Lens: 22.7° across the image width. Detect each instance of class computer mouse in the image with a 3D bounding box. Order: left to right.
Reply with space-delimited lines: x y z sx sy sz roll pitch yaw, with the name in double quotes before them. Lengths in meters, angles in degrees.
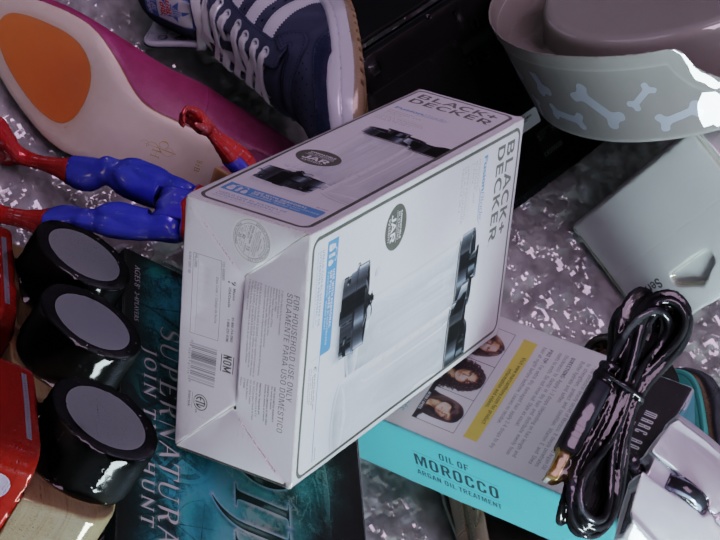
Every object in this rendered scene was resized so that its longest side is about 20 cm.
"computer mouse" 0.149 0.105 0.811 0.200 0.044 0.110 50 59 -43

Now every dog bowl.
"dog bowl" 0.171 -0.136 0.957 0.200 0.199 0.059 -36 124 -28

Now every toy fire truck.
"toy fire truck" -0.184 0.020 0.692 0.199 0.129 0.177 23 25 -26

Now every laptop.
"laptop" 0.037 -0.134 1.039 0.177 0.103 0.201 -35 111 -28

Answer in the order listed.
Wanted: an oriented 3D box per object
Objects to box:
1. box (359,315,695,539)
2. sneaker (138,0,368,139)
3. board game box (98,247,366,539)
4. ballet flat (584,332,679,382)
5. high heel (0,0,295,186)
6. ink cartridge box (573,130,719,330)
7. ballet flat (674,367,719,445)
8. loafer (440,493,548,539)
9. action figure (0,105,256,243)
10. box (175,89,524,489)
"box" 0.059 0.068 0.890 0.199 0.049 0.083 21 58 26
"sneaker" -0.059 -0.120 0.914 0.107 0.071 0.201 -8 46 -7
"board game box" -0.055 0.095 0.778 0.135 0.028 0.201 26 40 -30
"ballet flat" 0.134 0.122 0.914 0.068 0.067 0.202 41 38 -50
"high heel" -0.105 -0.087 0.951 0.199 0.068 0.096 32 22 10
"ink cartridge box" 0.237 -0.067 1.013 0.200 0.145 0.088 -38 86 -28
"ballet flat" 0.182 0.151 0.956 0.072 0.073 0.202 12 61 -16
"loafer" 0.083 0.140 0.921 0.071 0.063 0.202 8 68 -19
"action figure" -0.101 -0.042 0.855 0.198 0.099 0.066 13 65 13
"box" 0.000 0.000 0.795 0.060 0.118 0.200 16 23 25
